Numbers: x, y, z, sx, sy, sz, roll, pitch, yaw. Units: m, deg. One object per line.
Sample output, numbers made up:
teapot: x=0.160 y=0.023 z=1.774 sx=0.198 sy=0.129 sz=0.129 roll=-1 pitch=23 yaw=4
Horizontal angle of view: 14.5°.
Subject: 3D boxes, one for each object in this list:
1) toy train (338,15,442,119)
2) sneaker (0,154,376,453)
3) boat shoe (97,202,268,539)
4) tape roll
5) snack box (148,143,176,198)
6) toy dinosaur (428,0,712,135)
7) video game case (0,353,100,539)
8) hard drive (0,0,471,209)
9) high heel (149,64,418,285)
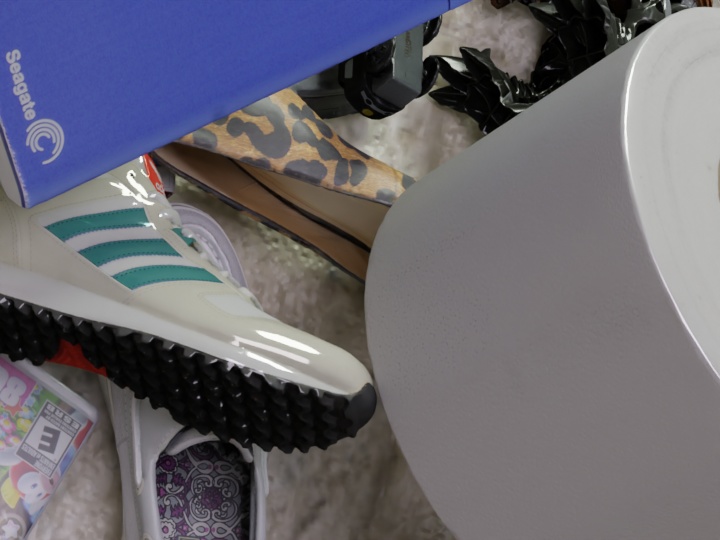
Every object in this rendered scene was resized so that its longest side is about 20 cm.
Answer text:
toy train: x=0.013 y=-0.143 z=1.180 sx=0.034 sy=0.046 sz=0.201 roll=29 pitch=46 yaw=-29
sneaker: x=-0.079 y=-0.003 z=1.058 sx=0.199 sy=0.070 sz=0.094 roll=17 pitch=65 yaw=13
boat shoe: x=-0.066 y=0.068 z=1.101 sx=0.072 sy=0.068 sz=0.201 roll=10 pitch=73 yaw=-23
tape roll: x=0.119 y=0.021 z=1.061 sx=0.202 sy=0.139 sz=0.204 roll=26 pitch=49 yaw=-34
snack box: x=-0.168 y=-0.075 z=1.113 sx=0.199 sy=0.024 sz=0.072 roll=8 pitch=72 yaw=-23
toy dinosaur: x=0.114 y=-0.112 z=1.222 sx=0.200 sy=0.102 sz=0.136 roll=40 pitch=45 yaw=12
video game case: x=-0.204 y=0.095 z=1.058 sx=0.143 sy=0.018 sz=0.201 roll=36 pitch=65 yaw=-14
hard drive: x=-0.054 y=-0.122 z=1.009 sx=0.199 sy=0.025 sz=0.133 roll=-27 pitch=119 yaw=-20
high heel: x=0.000 y=0.000 z=1.130 sx=0.142 sy=0.071 sz=0.201 roll=-16 pitch=70 yaw=-45
